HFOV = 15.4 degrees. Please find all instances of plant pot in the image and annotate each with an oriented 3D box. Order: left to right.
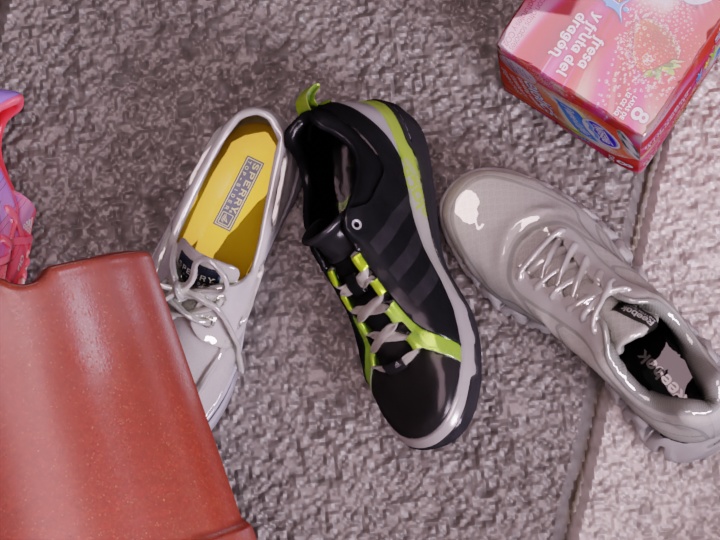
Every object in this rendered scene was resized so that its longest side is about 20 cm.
[{"bbox_3d":[-0.154,0.101,1.325,0.200,0.201,0.196,-15,88,2],"label":"plant pot"}]

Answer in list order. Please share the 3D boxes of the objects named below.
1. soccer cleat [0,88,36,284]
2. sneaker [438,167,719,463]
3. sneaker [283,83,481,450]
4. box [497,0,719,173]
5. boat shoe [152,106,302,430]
[{"bbox_3d":[-0.206,-0.003,1.430,0.073,0.068,0.201,-8,79,-4],"label":"soccer cleat"},{"bbox_3d":[0.122,0.015,1.391,0.200,0.081,0.075,42,88,11],"label":"sneaker"},{"bbox_3d":[0.000,0.000,1.394,0.072,0.083,0.201,-30,67,40],"label":"sneaker"},{"bbox_3d":[0.164,-0.164,1.405,0.095,0.100,0.201,33,84,9],"label":"box"},{"bbox_3d":[-0.084,0.006,1.405,0.074,0.086,0.203,24,84,8],"label":"boat shoe"}]
